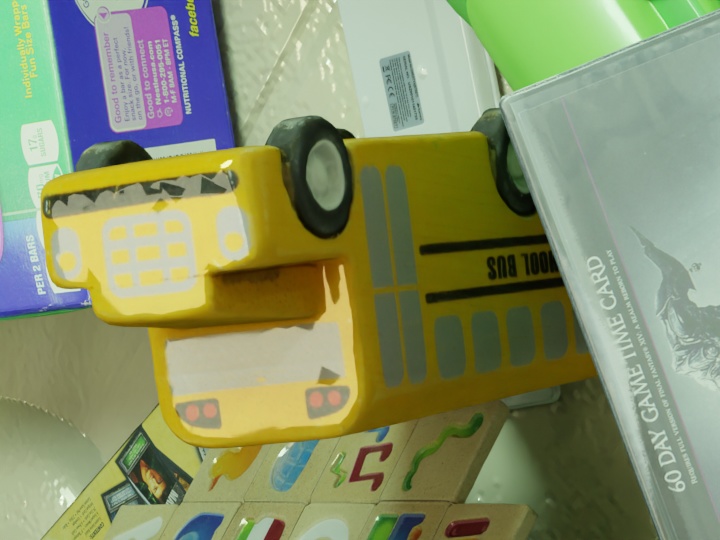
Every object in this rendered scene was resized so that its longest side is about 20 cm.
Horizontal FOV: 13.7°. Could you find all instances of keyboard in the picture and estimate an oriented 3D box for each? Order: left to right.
[{"bbox_3d":[0.019,-0.055,0.895,0.056,0.011,0.200,-13,87,50],"label":"keyboard"}]

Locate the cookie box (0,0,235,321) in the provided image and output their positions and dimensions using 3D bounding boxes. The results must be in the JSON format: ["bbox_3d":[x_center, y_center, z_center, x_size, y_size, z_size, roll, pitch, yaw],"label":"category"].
[{"bbox_3d":[-0.139,-0.068,1.001,0.200,0.075,0.171,-7,93,46],"label":"cookie box"}]

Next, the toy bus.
[{"bbox_3d":[0.000,0.000,0.780,0.065,0.200,0.078,-6,91,29],"label":"toy bus"}]

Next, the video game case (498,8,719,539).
[{"bbox_3d":[0.148,-0.011,0.690,0.200,0.019,0.143,-21,81,10],"label":"video game case"}]

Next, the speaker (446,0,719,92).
[{"bbox_3d":[0.092,-0.039,0.770,0.088,0.088,0.200,-49,63,38],"label":"speaker"}]

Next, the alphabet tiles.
[{"bbox_3d":[-0.035,0.108,0.839,0.200,0.006,0.166,-6,50,53],"label":"alphabet tiles"}]

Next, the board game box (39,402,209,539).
[{"bbox_3d":[-0.041,0.115,0.964,0.200,0.035,0.136,-47,64,39],"label":"board game box"}]
